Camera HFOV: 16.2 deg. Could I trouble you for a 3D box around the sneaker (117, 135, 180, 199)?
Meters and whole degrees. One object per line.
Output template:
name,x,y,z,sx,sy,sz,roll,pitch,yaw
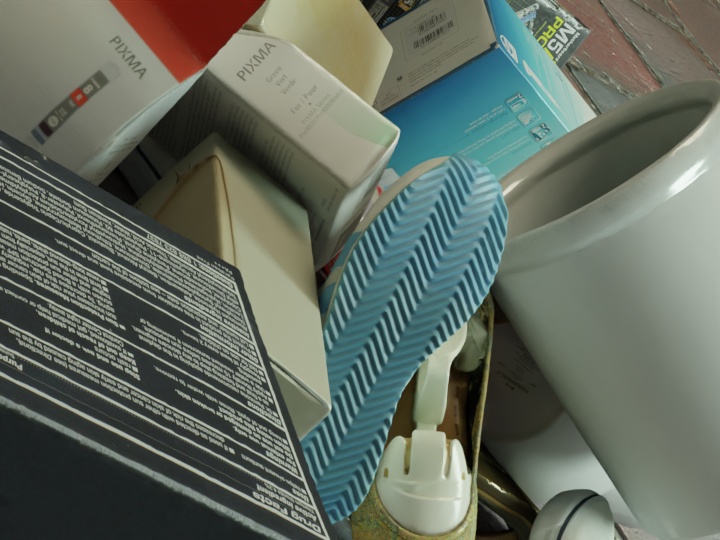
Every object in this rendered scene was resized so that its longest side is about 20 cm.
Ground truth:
sneaker,-0.091,-0.061,1.453,0.200,0.071,0.073,49,18,9

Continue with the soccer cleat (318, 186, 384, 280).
soccer cleat,0.000,0.000,1.463,0.076,0.067,0.200,6,48,-46

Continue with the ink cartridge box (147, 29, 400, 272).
ink cartridge box,-0.077,-0.096,1.353,0.200,0.050,0.161,42,-17,5

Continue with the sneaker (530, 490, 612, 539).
sneaker,0.122,0.184,1.334,0.200,0.071,0.073,-66,149,-58

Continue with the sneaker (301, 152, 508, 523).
sneaker,0.002,0.026,1.277,0.076,0.200,0.081,28,8,-20

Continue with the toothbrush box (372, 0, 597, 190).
toothbrush box,0.072,-0.070,1.603,0.200,0.146,0.085,46,23,-36

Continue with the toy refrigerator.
toy refrigerator,-0.048,-0.140,1.392,0.076,0.070,0.200,18,-10,19

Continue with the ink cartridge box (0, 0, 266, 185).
ink cartridge box,-0.154,-0.135,1.255,0.162,0.200,0.050,50,24,11

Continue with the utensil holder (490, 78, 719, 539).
utensil holder,0.172,0.023,1.387,0.200,0.170,0.170,59,15,-13

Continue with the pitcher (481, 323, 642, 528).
pitcher,0.110,0.078,1.571,0.172,0.121,0.200,32,-1,29

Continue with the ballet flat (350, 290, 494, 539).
ballet flat,0.035,0.080,1.314,0.071,0.071,0.200,32,54,-38

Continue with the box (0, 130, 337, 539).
box,-0.133,0.058,1.012,0.200,0.123,0.198,31,22,-36

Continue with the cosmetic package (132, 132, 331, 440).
cosmetic package,-0.078,0.027,1.240,0.073,0.104,0.200,40,18,-24

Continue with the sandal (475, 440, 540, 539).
sandal,0.064,0.133,1.427,0.080,0.054,0.200,51,2,40

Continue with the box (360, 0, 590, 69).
box,0.031,-0.126,1.657,0.160,0.200,0.044,32,11,-36

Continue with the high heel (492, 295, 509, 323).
high heel,0.060,-0.017,1.535,0.200,0.096,0.067,2,-53,56
